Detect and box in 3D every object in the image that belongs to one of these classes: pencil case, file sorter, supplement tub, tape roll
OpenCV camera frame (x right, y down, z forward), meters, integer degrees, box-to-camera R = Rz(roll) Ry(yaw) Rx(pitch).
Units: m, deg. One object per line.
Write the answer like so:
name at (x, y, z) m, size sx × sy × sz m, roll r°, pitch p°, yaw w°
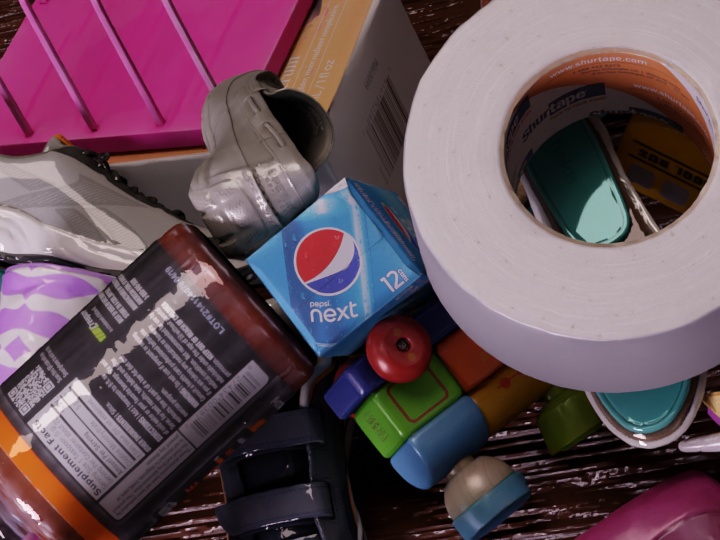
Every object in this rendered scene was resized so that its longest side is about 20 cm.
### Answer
pencil case at (-0.169, 0.094, 1.592) m, size 0.085 × 0.083 × 0.201 m, roll 167°, pitch 115°, yaw -68°
file sorter at (-0.152, -0.160, 1.716) m, size 0.199 × 0.126 × 0.139 m, roll -3°, pitch 44°, yaw 29°
supplement tub at (-0.126, 0.078, 1.496) m, size 0.200 × 0.107 × 0.107 m, roll -43°, pitch 38°, yaw 0°
tape roll at (0.121, -0.046, 1.431) m, size 0.199 × 0.066 × 0.201 m, roll -3°, pitch 66°, yaw 7°

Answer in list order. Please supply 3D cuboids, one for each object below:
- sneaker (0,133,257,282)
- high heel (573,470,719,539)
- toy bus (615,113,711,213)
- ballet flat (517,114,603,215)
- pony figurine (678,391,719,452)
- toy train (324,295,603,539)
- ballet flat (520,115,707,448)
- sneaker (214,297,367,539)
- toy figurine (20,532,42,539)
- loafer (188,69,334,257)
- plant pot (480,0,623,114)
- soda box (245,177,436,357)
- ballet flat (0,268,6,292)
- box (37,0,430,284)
sneaker at (-0.145, -0.032, 1.676) m, size 0.199 × 0.074 × 0.080 m, roll 12°, pitch 82°, yaw 3°
high heel at (0.093, 0.162, 1.432) m, size 0.199 × 0.068 × 0.096 m, roll -19°, pitch 28°, yaw 3°
toy bus at (0.232, -0.043, 1.515) m, size 0.199 × 0.078 × 0.065 m, roll 26°, pitch 56°, yaw 8°
ballet flat at (0.094, -0.084, 1.596) m, size 0.065 × 0.200 × 0.071 m, roll 31°, pitch 50°, yaw 1°
pony figurine at (0.253, 0.078, 1.361) m, size 0.193 × 0.166 × 0.200 m, roll -38°, pitch 43°, yaw 11°
toy train at (0.089, 0.042, 1.534) m, size 0.200 × 0.116 × 0.085 m, roll -36°, pitch -6°, yaw -23°
ballet flat at (0.129, 0.007, 1.485) m, size 0.069 × 0.069 × 0.201 m, roll -23°, pitch 60°, yaw 7°
sneaker at (-0.042, 0.104, 1.548) m, size 0.078 × 0.080 × 0.201 m, roll -15°, pitch 47°, yaw 14°
toy figurine at (-0.125, 0.194, 1.423) m, size 0.149 × 0.185 × 0.200 m, roll -25°, pitch 37°, yaw 5°
loafer at (-0.045, -0.064, 1.564) m, size 0.070 × 0.070 × 0.200 m, roll -28°, pitch 20°, yaw 11°
plant pot at (0.201, -0.162, 1.634) m, size 0.195 × 0.201 × 0.201 m, roll 18°, pitch 57°, yaw 34°
soda box at (0.000, 0.000, 1.547) m, size 0.068 × 0.064 × 0.200 m, roll -39°, pitch -6°, yaw 6°
ballet flat at (-0.130, 0.049, 1.677) m, size 0.199 × 0.065 × 0.071 m, roll 18°, pitch 55°, yaw 7°
box at (-0.072, -0.079, 1.765) m, size 0.199 × 0.107 × 0.153 m, roll -6°, pitch 43°, yaw 26°
